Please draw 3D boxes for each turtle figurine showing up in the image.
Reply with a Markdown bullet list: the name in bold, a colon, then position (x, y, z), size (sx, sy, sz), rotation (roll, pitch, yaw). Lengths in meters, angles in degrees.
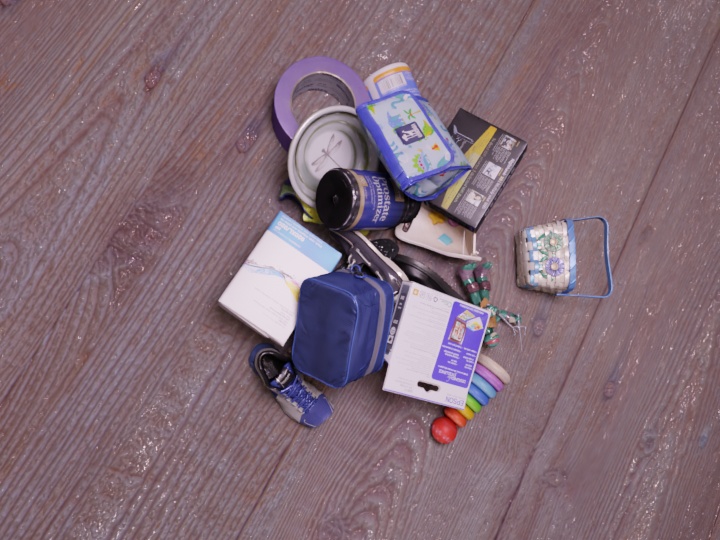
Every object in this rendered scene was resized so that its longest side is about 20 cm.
- **turtle figurine**: position (0.271, 0.085, 1.147), size (0.100, 0.149, 0.202), rotation (-24, 75, 25)

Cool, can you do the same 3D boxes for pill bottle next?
- **pill bottle**: position (0.088, -0.320, 1.149), size (0.111, 0.112, 0.202), rotation (-23, 90, -14)
- **pill bottle**: position (0.021, -0.132, 1.029), size (0.199, 0.111, 0.113), rotation (-6, 85, -44)

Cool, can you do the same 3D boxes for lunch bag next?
- **lunch bag**: position (0.089, -0.223, 0.981), size (0.199, 0.127, 0.171), rotation (-15, 71, -53)
- **lunch bag**: position (-0.025, 0.089, 0.958), size (0.132, 0.135, 0.202), rotation (-11, 116, -53)

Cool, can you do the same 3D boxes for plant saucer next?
- **plant saucer**: position (-0.056, -0.217, 1.047), size (0.198, 0.050, 0.202), rotation (-14, 120, -26)

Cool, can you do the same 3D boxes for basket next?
- **basket**: position (0.446, -0.025, 1.186), size (0.197, 0.139, 0.179), rotation (-3, 84, -4)

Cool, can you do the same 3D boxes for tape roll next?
- **tape roll**: position (-0.082, -0.327, 1.124), size (0.197, 0.085, 0.203), rotation (1, 84, -13)

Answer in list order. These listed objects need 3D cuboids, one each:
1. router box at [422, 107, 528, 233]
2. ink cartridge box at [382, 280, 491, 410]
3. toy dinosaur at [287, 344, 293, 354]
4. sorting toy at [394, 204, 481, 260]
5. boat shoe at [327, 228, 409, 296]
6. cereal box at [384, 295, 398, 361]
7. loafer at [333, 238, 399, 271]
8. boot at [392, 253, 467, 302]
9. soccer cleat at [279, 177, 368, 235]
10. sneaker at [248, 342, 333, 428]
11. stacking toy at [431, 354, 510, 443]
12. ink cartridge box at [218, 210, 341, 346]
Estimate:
- **router box**: position (0.216, -0.201, 1.094), size (0.156, 0.052, 0.201), rotation (33, 89, 16)
- **ink cartridge box**: position (0.139, 0.144, 1.025), size (0.197, 0.043, 0.202), rotation (20, 82, -27)
- **toy dinosaur**: position (-0.055, 0.111, 1.076), size (0.198, 0.061, 0.107), rotation (-17, 121, 11)
- **sorting toy**: position (0.163, -0.121, 1.157), size (0.178, 0.107, 0.203), rotation (6, 81, -5)
- **boat shoe**: position (0.001, -0.020, 1.046), size (0.200, 0.073, 0.063), rotation (40, 76, 16)
- **cereal box**: position (0.055, 0.109, 1.130), size (0.198, 0.040, 0.145), rotation (-18, 89, -15)
- **loafer**: position (0.000, 0.000, 1.119), size (0.200, 0.071, 0.068), rotation (-36, 69, -30)
- **boot**: position (0.115, 0.084, 1.085), size (0.211, 0.079, 0.158), rotation (40, 78, -9)
- **soccer cleat**: position (-0.075, -0.119, 1.112), size (0.199, 0.065, 0.084), rotation (34, 73, -3)
- **sneaker**: position (-0.137, 0.223, 1.035), size (0.081, 0.115, 0.200), rotation (-44, 95, -13)
- **stacking toy**: position (0.224, 0.278, 1.137), size (0.085, 0.085, 0.200), rotation (40, 82, -6)
- **ink cartridge box**: position (-0.156, 0.021, 1.035), size (0.144, 0.147, 0.201), rotation (34, 77, -7)
